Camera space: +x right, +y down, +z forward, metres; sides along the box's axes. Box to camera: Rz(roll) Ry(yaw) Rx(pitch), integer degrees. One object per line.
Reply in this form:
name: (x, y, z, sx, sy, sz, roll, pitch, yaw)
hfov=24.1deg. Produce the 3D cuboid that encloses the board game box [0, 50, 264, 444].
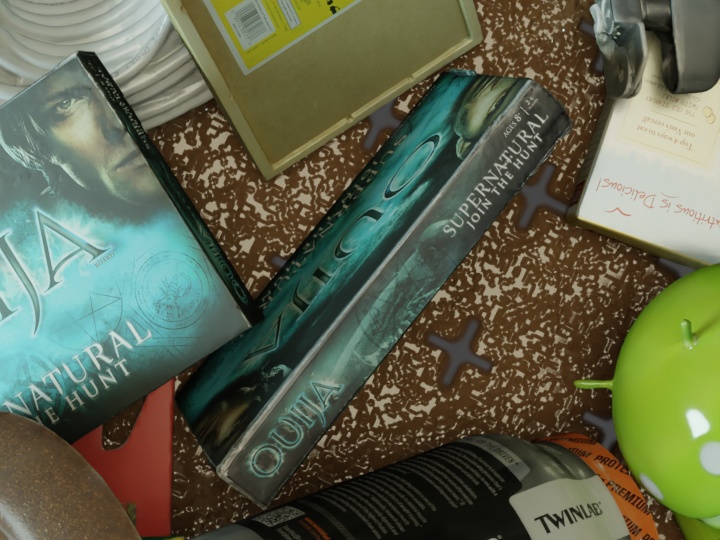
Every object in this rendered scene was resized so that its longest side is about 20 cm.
board game box: (-0.159, 0.018, 0.716, 0.200, 0.028, 0.136, -33, 91, 11)

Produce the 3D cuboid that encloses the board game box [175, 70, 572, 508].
board game box: (0.000, 0.000, 0.727, 0.028, 0.135, 0.200, 39, 87, -15)

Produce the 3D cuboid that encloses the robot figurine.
robot figurine: (0.197, 0.065, 0.739, 0.199, 0.175, 0.116, 19, 57, -21)

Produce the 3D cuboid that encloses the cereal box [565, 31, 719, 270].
cereal box: (0.195, -0.093, 0.793, 0.143, 0.040, 0.201, 20, 89, -2)

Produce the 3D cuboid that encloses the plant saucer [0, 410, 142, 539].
plant saucer: (-0.144, 0.156, 0.650, 0.034, 0.200, 0.201, -10, 90, -47)

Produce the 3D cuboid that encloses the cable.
cable: (-0.124, -0.142, 0.714, 0.200, 0.200, 0.069, -34, 48, 3)

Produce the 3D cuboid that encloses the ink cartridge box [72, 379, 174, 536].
ink cartridge box: (-0.173, 0.054, 0.772, 0.173, 0.044, 0.201, 1, 89, -1)

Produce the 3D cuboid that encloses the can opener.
can opener: (0.125, -0.174, 0.769, 0.066, 0.053, 0.201, -2, 77, -8)

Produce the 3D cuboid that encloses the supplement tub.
supplement tub: (0.023, 0.143, 0.717, 0.199, 0.122, 0.123, -18, 90, -27)

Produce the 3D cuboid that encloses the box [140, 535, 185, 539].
box: (-0.090, 0.211, 0.684, 0.048, 0.117, 0.201, -12, 87, -28)

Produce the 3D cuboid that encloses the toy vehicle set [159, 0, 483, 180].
toy vehicle set: (-0.023, -0.130, 0.712, 0.124, 0.200, 0.027, -33, 58, -4)
